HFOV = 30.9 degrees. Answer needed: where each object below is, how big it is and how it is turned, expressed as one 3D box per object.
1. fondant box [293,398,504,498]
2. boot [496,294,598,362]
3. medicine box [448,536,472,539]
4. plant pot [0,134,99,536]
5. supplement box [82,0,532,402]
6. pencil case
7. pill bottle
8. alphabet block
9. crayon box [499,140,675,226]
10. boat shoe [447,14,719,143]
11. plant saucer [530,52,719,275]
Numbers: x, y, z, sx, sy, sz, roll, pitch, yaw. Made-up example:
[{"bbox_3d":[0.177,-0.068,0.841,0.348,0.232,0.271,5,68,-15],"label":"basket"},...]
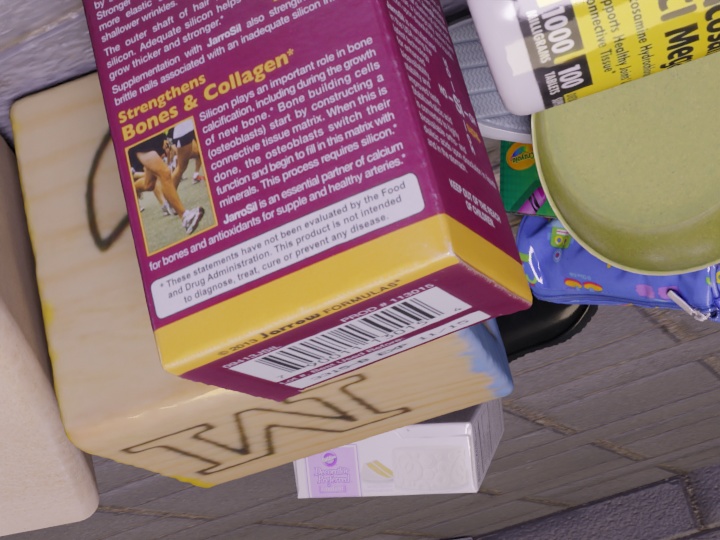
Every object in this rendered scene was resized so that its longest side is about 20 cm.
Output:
[{"bbox_3d":[0.037,0.133,1.079,0.143,0.059,0.200,-4,-175,13],"label":"fondant box"},{"bbox_3d":[0.092,0.034,1.122,0.162,0.074,0.198,8,150,-35],"label":"boot"},{"bbox_3d":[0.175,0.697,2.837,0.182,0.201,0.103,3,154,-41],"label":"medicine box"},{"bbox_3d":[-0.252,0.020,0.663,0.199,0.201,0.177,-10,149,-14],"label":"plant pot"},{"bbox_3d":[-0.026,-0.063,0.550,0.130,0.201,0.103,-21,160,20],"label":"supplement box"},{"bbox_3d":[0.200,-0.007,0.932,0.199,0.087,0.078,7,145,49],"label":"pencil case"},{"bbox_3d":[0.142,-0.149,0.563,0.199,0.113,0.112,-18,161,10],"label":"pill bottle"},{"bbox_3d":[-0.046,-0.008,0.710,0.199,0.196,0.196,-19,159,9],"label":"alphabet block"},{"bbox_3d":[0.201,-0.066,0.821,0.199,0.059,0.119,-5,-171,-32],"label":"crayon box"},{"bbox_3d":[0.117,-0.105,0.727,0.199,0.074,0.067,-2,178,-17],"label":"boat shoe"},{"bbox_3d":[0.171,-0.097,0.690,0.199,0.201,0.031,-6,-159,-22],"label":"plant saucer"}]
